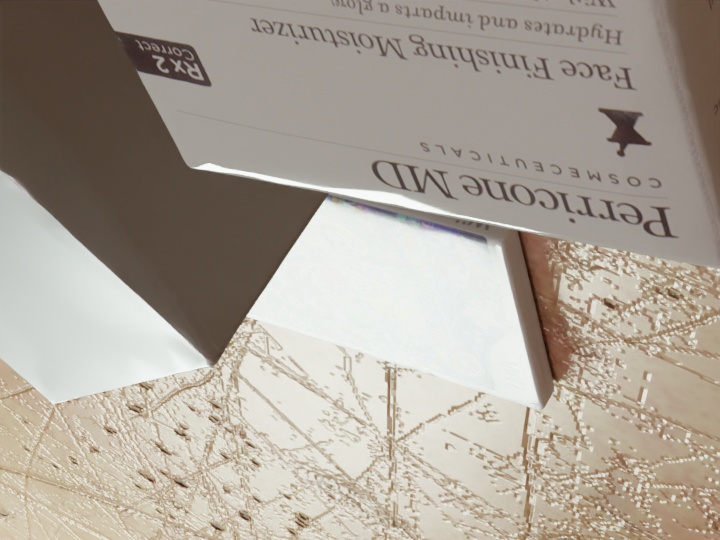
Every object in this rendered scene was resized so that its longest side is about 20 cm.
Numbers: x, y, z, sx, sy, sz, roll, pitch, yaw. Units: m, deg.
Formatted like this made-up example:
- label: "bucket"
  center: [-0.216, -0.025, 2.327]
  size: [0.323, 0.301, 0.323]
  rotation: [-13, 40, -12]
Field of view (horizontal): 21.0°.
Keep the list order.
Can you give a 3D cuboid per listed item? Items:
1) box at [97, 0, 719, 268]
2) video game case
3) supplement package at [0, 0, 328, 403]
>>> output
- label: "box"
  center: [0.049, -0.128, 0.580]
  size: [0.199, 0.200, 0.131]
  rotation: [12, 145, 33]
- label: "video game case"
  center: [0.000, 0.000, 1.018]
  size: [0.200, 0.018, 0.143]
  rotation: [16, 147, 27]
- label: "supplement package"
  center: [-0.111, -0.085, 0.806]
  size: [0.191, 0.200, 0.147]
  rotation: [44, 149, -20]
